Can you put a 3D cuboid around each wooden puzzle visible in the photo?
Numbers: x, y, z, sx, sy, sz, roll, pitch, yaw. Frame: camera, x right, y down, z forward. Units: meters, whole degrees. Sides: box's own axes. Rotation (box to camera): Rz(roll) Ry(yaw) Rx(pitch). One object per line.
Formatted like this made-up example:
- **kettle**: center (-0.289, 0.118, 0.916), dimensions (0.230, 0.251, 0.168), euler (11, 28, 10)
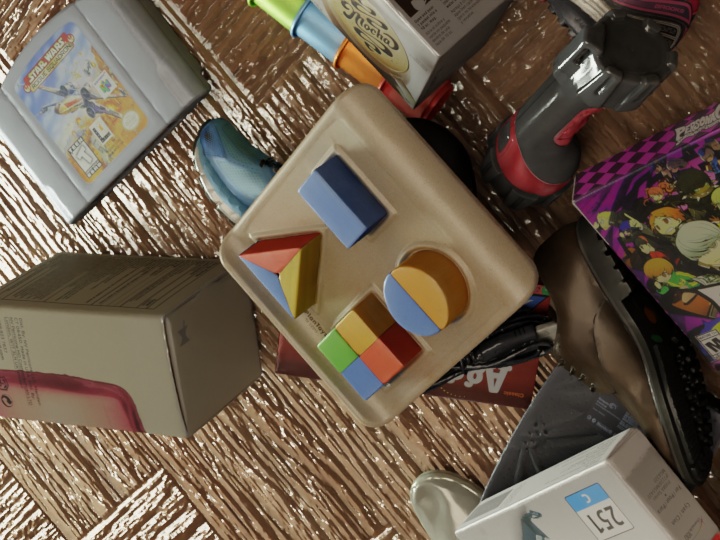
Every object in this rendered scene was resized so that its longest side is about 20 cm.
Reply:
- **wooden puzzle**: center (0.000, 0.000, 1.009), dimensions (0.185, 0.046, 0.200), euler (48, 130, 5)

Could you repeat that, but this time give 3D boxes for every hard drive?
- **hard drive**: center (0.182, 0.145, 1.096), dimensions (0.134, 0.042, 0.201), euler (33, 121, 13)

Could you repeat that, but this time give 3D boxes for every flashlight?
- **flashlight**: center (0.141, -0.101, 0.947), dimensions (0.068, 0.068, 0.200), euler (52, 156, 3)

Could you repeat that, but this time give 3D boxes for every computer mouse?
- **computer mouse**: center (0.056, -0.010, 1.040), dimensions (0.137, 0.053, 0.202), euler (-16, 102, 7)

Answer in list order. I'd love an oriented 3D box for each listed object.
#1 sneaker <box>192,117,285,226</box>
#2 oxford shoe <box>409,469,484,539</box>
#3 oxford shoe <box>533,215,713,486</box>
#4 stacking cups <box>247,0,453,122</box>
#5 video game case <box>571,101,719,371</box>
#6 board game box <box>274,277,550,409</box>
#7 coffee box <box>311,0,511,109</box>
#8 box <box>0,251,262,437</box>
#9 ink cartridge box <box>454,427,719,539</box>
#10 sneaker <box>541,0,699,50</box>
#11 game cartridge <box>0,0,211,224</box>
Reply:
- **sneaker**: center (-0.039, -0.058, 1.123), dimensions (0.199, 0.078, 0.090), euler (38, 114, -1)
- **oxford shoe**: center (0.106, 0.250, 1.174), dimensions (0.075, 0.058, 0.201), euler (-34, 91, 37)
- **oxford shoe**: center (0.183, 0.061, 1.012), dimensions (0.084, 0.072, 0.201), euler (-28, 82, 32)
- **stacking cups**: center (-0.019, -0.182, 1.066), dimensions (0.200, 0.061, 0.061), euler (39, 124, 3)
- **video game case**: center (0.269, -0.034, 0.939), dimensions (0.199, 0.036, 0.181), euler (-26, 120, 34)
- **board game box**: center (0.038, 0.043, 1.096), dimensions (0.198, 0.019, 0.104), euler (8, 112, 1)
- **coffee box**: center (0.004, -0.222, 0.986), dimensions (0.200, 0.080, 0.113), euler (47, 167, 3)
- **box**: center (-0.202, 0.058, 1.218), dimensions (0.198, 0.128, 0.110), euler (3, 113, 28)
- **ink cartridge box**: center (0.184, 0.218, 1.042), dimensions (0.176, 0.045, 0.200), euler (49, 143, 0)
- **sneaker**: center (0.134, -0.216, 0.953), dimensions (0.200, 0.081, 0.075), euler (42, 109, -10)
- **game cartridge**: center (-0.224, -0.143, 1.202), dimensions (0.133, 0.042, 0.200), euler (49, 125, -3)
